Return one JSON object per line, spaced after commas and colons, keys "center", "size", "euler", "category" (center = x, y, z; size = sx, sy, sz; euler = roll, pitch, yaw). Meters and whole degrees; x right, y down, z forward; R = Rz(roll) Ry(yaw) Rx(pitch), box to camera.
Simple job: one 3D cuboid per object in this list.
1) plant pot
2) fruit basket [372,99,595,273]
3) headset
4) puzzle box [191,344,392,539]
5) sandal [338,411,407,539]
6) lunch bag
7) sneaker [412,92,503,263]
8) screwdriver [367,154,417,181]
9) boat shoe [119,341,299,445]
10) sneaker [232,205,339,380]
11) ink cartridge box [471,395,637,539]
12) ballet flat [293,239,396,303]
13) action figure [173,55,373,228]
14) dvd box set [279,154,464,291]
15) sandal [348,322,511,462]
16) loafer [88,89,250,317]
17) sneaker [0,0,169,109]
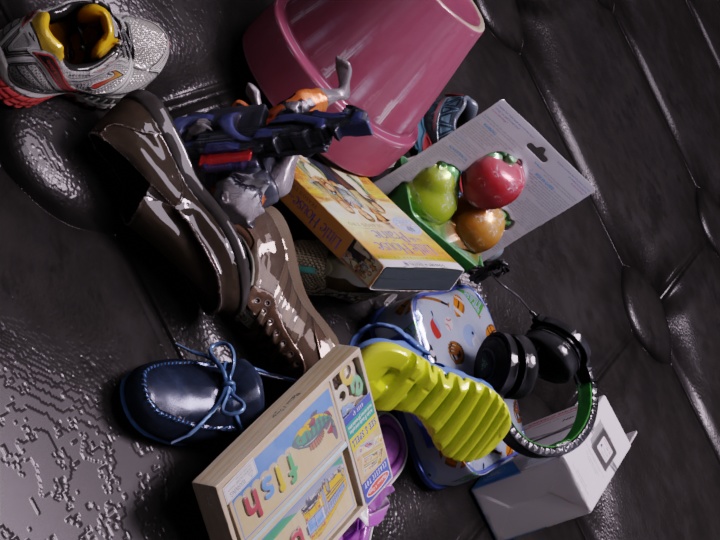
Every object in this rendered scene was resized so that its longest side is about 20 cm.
{"center": [0.014, -0.223, 1.330], "size": [0.200, 0.179, 0.200], "euler": [38, 25, -22], "category": "plant pot"}
{"center": [0.115, -0.082, 1.414], "size": [0.185, 0.200, 0.094], "euler": [35, 27, -40], "category": "fruit basket"}
{"center": [0.159, 0.086, 1.338], "size": [0.123, 0.094, 0.201], "euler": [-16, 89, -31], "category": "headset"}
{"center": [-0.047, 0.166, 1.071], "size": [0.200, 0.025, 0.133], "euler": [-42, 127, -45], "category": "puzzle box"}
{"center": [0.005, 0.187, 1.196], "size": [0.083, 0.050, 0.203], "euler": [54, 33, -18], "category": "sandal"}
{"center": [0.084, 0.110, 1.353], "size": [0.160, 0.075, 0.201], "euler": [-12, 80, -56], "category": "lunch bag"}
{"center": [0.125, -0.107, 1.546], "size": [0.079, 0.095, 0.201], "euler": [-16, 83, -59], "category": "sneaker"}
{"center": [0.023, -0.106, 1.457], "size": [0.200, 0.028, 0.029], "euler": [-15, 113, -60], "category": "screwdriver"}
{"center": [-0.104, 0.093, 1.075], "size": [0.200, 0.069, 0.084], "euler": [4, 65, -56], "category": "boat shoe"}
{"center": [-0.079, 0.043, 1.171], "size": [0.075, 0.070, 0.201], "euler": [-16, 79, -40], "category": "sneaker"}
{"center": [0.210, 0.200, 1.443], "size": [0.067, 0.116, 0.200], "euler": [61, 30, -4], "category": "ink cartridge box"}
{"center": [0.000, 0.000, 1.294], "size": [0.200, 0.075, 0.068], "euler": [-3, 98, -58], "category": "ballet flat"}
{"center": [-0.063, -0.105, 1.164], "size": [0.194, 0.199, 0.105], "euler": [-61, 143, -43], "category": "action figure"}
{"center": [-0.010, -0.054, 1.272], "size": [0.200, 0.029, 0.146], "euler": [45, 22, 27], "category": "dvd box set"}
{"center": [0.059, 0.104, 1.235], "size": [0.200, 0.080, 0.087], "euler": [38, 9, -33], "category": "sandal"}
{"center": [-0.160, -0.044, 1.100], "size": [0.071, 0.073, 0.200], "euler": [-31, 94, -32], "category": "loafer"}
{"center": [-0.211, -0.174, 1.083], "size": [0.200, 0.082, 0.078], "euler": [-27, 92, -60], "category": "sneaker"}
